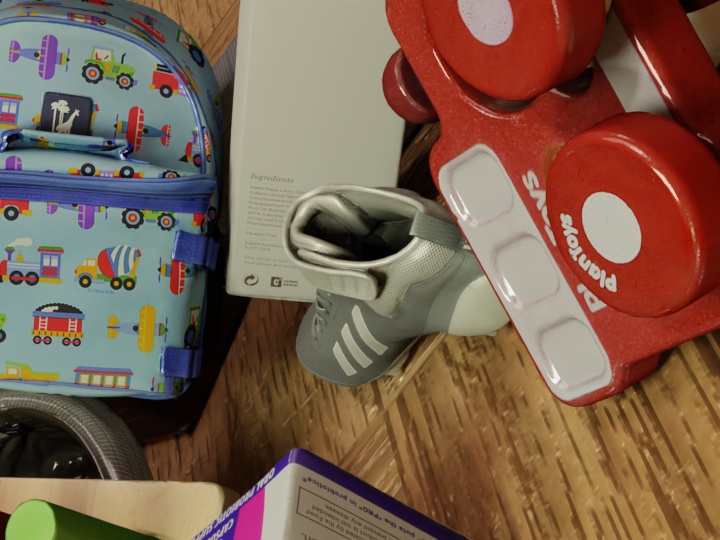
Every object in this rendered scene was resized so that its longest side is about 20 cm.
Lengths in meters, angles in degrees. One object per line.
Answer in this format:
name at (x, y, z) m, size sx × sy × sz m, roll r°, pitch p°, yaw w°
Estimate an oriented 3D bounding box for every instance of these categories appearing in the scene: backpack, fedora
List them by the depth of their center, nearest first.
backpack at (-0.151, -0.043, 1.020) m, size 0.135 × 0.182 × 0.200 m, roll -161°, pitch 81°, yaw -80°
fedora at (-0.159, 0.160, 1.042) m, size 0.177 × 0.090 × 0.200 m, roll -21°, pitch 64°, yaw 22°

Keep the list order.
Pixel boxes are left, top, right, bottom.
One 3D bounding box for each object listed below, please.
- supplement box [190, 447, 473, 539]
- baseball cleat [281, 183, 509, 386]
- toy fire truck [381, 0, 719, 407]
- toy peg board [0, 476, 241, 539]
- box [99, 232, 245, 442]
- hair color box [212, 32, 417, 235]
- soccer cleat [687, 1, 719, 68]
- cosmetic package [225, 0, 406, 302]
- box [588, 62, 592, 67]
supplement box at (-0.021, 0.182, 0.734) m, size 0.101 × 0.103 × 0.200 m, roll -43°, pitch 28°, yaw 34°
baseball cleat at (0.000, 0.000, 0.918) m, size 0.200 × 0.106 × 0.070 m, roll -27°, pitch 43°, yaw 58°
toy fire truck at (0.074, -0.057, 0.723) m, size 0.112 × 0.200 × 0.168 m, roll -30°, pitch -1°, yaw -36°
toy peg board at (-0.169, 0.177, 0.844) m, size 0.199 × 0.098 × 0.200 m, roll -2°, pitch 72°, yaw 29°
box at (-0.187, -0.008, 1.219) m, size 0.164 × 0.200 × 0.166 m, roll -19°, pitch 45°, yaw 59°
hair color box at (-0.018, -0.106, 1.107) m, size 0.200 × 0.099 × 0.061 m, roll -53°, pitch 21°, yaw 15°
soccer cleat at (0.116, -0.117, 0.810) m, size 0.200 × 0.069 × 0.078 m, roll 62°, pitch 142°, yaw 31°
cosmetic package at (-0.020, -0.094, 0.998) m, size 0.108 × 0.085 × 0.200 m, roll -91°, pitch 8°, yaw -54°
box at (0.072, -0.194, 0.883) m, size 0.137 × 0.200 × 0.038 m, roll -50°, pitch 17°, yaw 24°
